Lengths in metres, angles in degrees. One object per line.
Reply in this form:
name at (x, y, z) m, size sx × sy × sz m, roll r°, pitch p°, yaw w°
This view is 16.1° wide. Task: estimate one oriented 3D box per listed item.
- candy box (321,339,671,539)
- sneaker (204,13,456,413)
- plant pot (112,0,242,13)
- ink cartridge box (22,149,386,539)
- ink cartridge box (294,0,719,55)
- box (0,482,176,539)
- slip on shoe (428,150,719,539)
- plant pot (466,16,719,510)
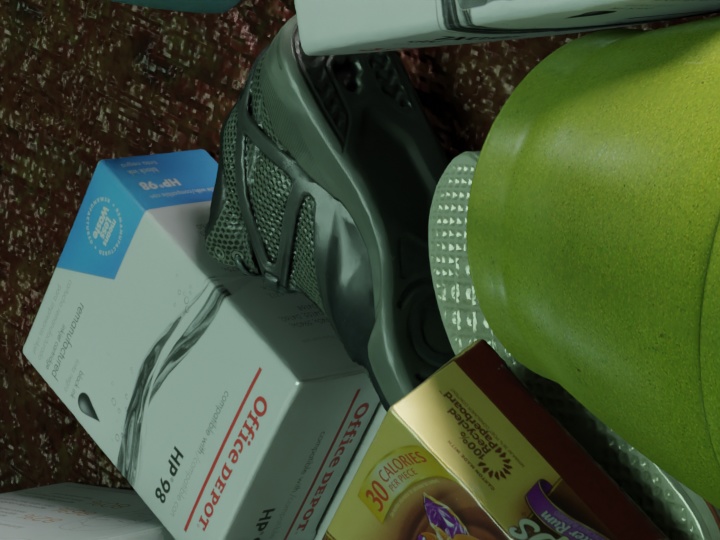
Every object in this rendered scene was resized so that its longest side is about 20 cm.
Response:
candy box at (0.041, 0.128, 0.993) m, size 0.117 × 0.056 × 0.200 m, roll 47°, pitch 146°, yaw 15°
sneaker at (0.000, 0.000, 1.068) m, size 0.200 × 0.076 × 0.114 m, roll 63°, pitch 147°, yaw 8°
plant pot at (-0.075, -0.187, 1.056) m, size 0.135 × 0.200 × 0.200 m, roll 42°, pitch 133°, yaw -11°
ink cartridge box at (-0.058, 0.051, 1.136) m, size 0.200 × 0.066 × 0.116 m, roll 46°, pitch 125°, yaw 32°
ink cartridge box at (0.089, -0.130, 0.903) m, size 0.199 × 0.144 × 0.085 m, roll -3°, pitch 94°, yaw 47°
box at (-0.162, 0.168, 1.165) m, size 0.152 × 0.199 × 0.107 m, roll 2°, pitch 97°, yaw 46°
slip on shoe at (0.091, 0.037, 0.984) m, size 0.200 × 0.061 × 0.074 m, roll 55°, pitch 135°, yaw 21°
plant pot at (0.142, -0.005, 0.847) m, size 0.192 × 0.199 × 0.202 m, roll 18°, pitch 108°, yaw 52°
